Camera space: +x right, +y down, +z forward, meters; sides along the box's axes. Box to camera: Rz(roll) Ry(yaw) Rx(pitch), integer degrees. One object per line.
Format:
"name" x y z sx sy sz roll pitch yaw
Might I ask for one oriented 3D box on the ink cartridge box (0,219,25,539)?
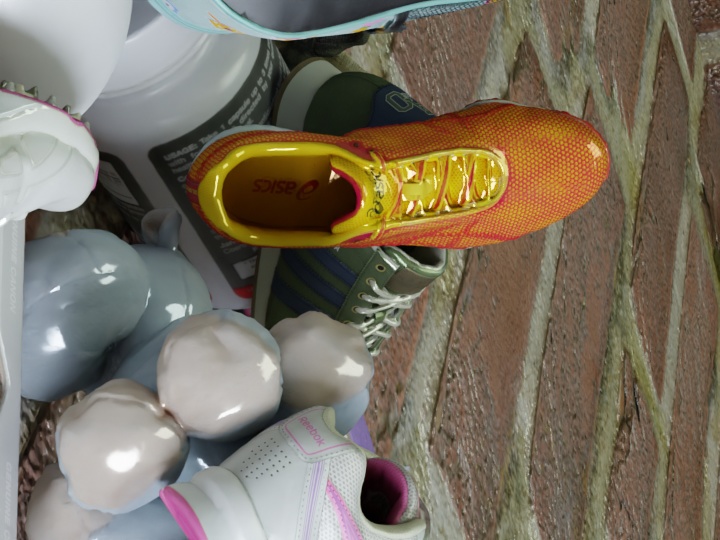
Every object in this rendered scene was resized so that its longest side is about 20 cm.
"ink cartridge box" -0.194 0.026 0.901 0.176 0.045 0.201 44 41 -61

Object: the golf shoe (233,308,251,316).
"golf shoe" -0.021 0.018 1.336 0.200 0.092 0.073 66 19 -78

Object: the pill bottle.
"pill bottle" -0.088 -0.081 1.173 0.200 0.113 0.114 61 26 -47

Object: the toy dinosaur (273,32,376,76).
"toy dinosaur" -0.029 -0.125 1.234 0.047 0.200 0.088 -48 159 -50

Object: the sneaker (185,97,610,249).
"sneaker" 0.021 -0.035 1.066 0.077 0.199 0.073 -124 -152 -73

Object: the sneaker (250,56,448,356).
"sneaker" 0.000 0.000 1.150 0.067 0.090 0.201 -20 119 -50

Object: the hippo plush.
"hippo plush" -0.079 0.037 1.035 0.200 0.159 0.161 7 43 -46

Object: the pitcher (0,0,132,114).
"pitcher" -0.176 -0.161 0.949 0.121 0.171 0.200 -40 147 -29

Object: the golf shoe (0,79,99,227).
"golf shoe" -0.165 -0.035 0.866 0.200 0.075 0.092 21 75 -65

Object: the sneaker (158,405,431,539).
"sneaker" -0.003 0.128 0.986 0.081 0.088 0.200 50 -3 37

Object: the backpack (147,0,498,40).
"backpack" -0.021 -0.192 1.031 0.200 0.153 0.176 -22 113 -32

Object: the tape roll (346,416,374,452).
"tape roll" -0.046 0.139 1.271 0.200 0.065 0.201 -10 90 -73
